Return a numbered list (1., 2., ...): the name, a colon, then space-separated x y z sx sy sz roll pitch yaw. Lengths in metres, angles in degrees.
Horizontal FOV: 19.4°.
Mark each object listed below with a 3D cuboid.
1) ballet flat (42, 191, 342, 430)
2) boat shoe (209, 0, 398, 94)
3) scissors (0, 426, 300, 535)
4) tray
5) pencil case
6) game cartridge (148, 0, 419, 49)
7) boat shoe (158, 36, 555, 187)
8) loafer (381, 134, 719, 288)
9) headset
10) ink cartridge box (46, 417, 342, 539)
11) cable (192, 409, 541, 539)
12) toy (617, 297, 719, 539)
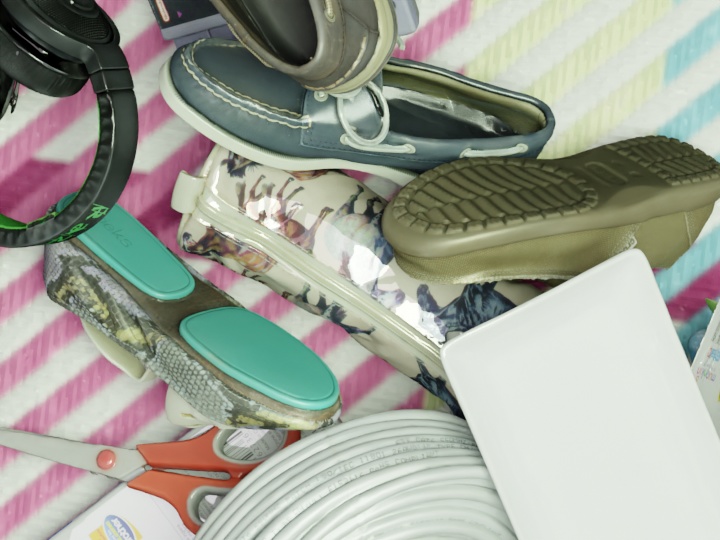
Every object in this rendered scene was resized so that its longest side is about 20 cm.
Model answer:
1. ballet flat: -0.087 0.037 1.046 0.200 0.072 0.072 37 93 29
2. boat shoe: -0.058 -0.167 0.950 0.074 0.073 0.200 -42 82 18
3. scissors: -0.118 0.104 1.064 0.198 0.014 0.074 -4 70 15
4. tray: 0.117 0.099 0.981 0.107 0.022 0.201 -26 104 -10
5. pencil case: 0.000 0.000 1.055 0.199 0.089 0.078 32 105 0
6. game cartridge: -0.061 -0.192 1.027 0.129 0.038 0.201 -15 117 11
7. boat shoe: 0.001 -0.081 1.031 0.199 0.075 0.062 17 137 -19
8. loafer: 0.098 -0.016 1.028 0.199 0.076 0.068 -9 120 -30
9. headset: -0.172 -0.112 1.050 0.123 0.094 0.201 -19 88 27
10. ink cartridge box: -0.079 0.150 1.088 0.200 0.042 0.120 -37 90 -1
11. cable: 0.005 0.160 1.024 0.199 0.069 0.201 -31 133 -6
12. toy: 0.143 0.105 1.058 0.047 0.115 0.201 29 94 27
